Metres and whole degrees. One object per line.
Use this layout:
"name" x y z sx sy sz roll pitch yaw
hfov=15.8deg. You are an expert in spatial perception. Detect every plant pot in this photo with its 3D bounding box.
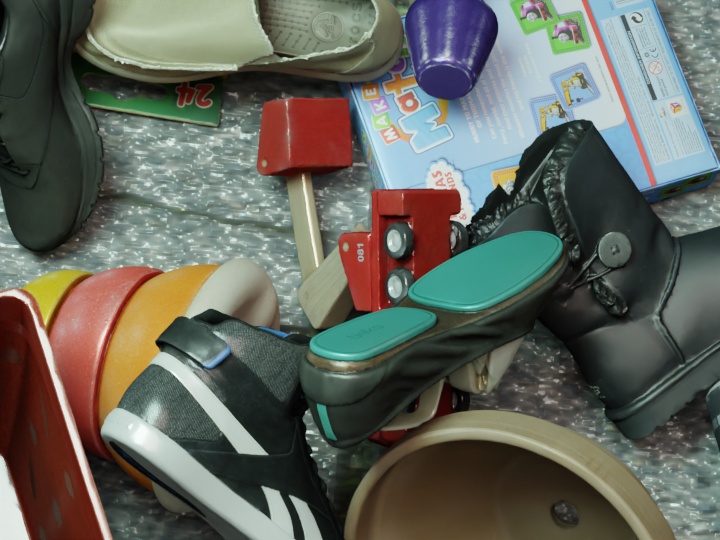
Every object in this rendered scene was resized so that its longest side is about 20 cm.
"plant pot" 0.097 0.156 1.433 0.200 0.201 0.093 36 37 7
"plant pot" -0.238 0.152 1.385 0.199 0.176 0.201 -17 75 -9

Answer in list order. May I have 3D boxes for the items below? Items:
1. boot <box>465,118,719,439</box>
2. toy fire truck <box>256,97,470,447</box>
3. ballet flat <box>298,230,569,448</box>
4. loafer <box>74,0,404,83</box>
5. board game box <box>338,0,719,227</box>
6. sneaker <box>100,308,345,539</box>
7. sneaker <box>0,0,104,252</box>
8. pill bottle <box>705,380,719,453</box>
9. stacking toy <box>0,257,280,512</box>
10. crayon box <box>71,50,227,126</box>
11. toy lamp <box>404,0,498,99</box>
"boot" 0.175 -0.025 1.504 0.200 0.076 0.168 -40 102 -9
"toy fire truck" 0.000 0.000 1.493 0.049 0.141 0.201 -3 93 -38
"ballet flat" 0.039 0.040 1.394 0.068 0.069 0.199 18 31 41
"loafer" -0.072 -0.151 1.498 0.199 0.068 0.076 0 76 -5
"board game box" 0.098 -0.096 1.565 0.199 0.037 0.152 -16 74 -11
"sneaker" -0.037 0.097 1.380 0.200 0.073 0.112 43 74 -35
"sneaker" -0.201 -0.101 1.475 0.076 0.201 0.091 16 29 36
"pill bottle" 0.272 0.150 1.467 0.106 0.106 0.201 -12 74 -9
"stacking toy" -0.156 0.042 1.468 0.199 0.146 0.147 16 71 17
"crayon box" -0.130 -0.196 1.570 0.126 0.051 0.201 7 73 -3
"toy lamp" 0.060 -0.189 1.551 0.058 0.058 0.201 9 55 -2
